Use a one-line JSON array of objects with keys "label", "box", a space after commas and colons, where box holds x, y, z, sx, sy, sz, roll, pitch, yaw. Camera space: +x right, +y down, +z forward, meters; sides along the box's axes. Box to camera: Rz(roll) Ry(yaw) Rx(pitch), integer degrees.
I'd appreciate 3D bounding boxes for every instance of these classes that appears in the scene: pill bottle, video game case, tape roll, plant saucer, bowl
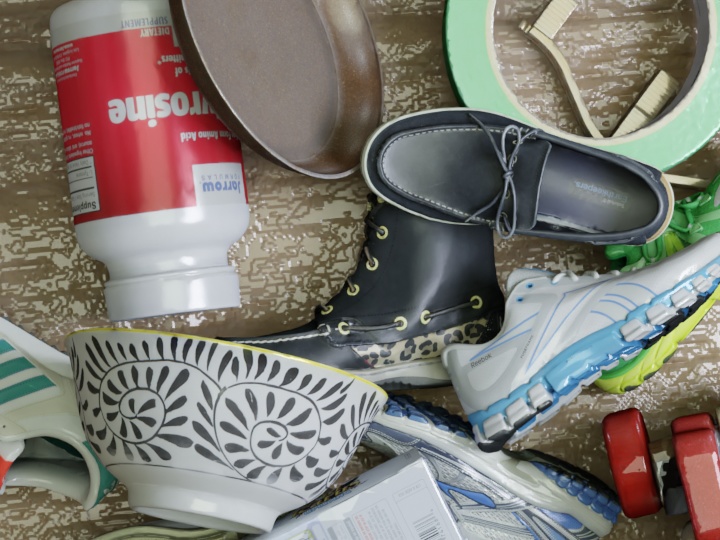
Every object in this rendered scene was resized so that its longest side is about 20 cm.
[{"label": "pill bottle", "box": [-0.130, -0.072, 1.330, 0.111, 0.112, 0.202, -8, 89, -4]}, {"label": "video game case", "box": [0.000, 0.240, 1.300, 0.180, 0.045, 0.201, -27, 97, -4]}, {"label": "tape roll", "box": [0.152, -0.155, 1.354, 0.199, 0.048, 0.202, 0, 92, 0]}, {"label": "plant saucer", "box": [-0.057, -0.148, 1.317, 0.032, 0.200, 0.201, -21, 90, 31]}, {"label": "bowl", "box": [-0.089, 0.104, 1.264, 0.199, 0.201, 0.095, 11, 78, -3]}]

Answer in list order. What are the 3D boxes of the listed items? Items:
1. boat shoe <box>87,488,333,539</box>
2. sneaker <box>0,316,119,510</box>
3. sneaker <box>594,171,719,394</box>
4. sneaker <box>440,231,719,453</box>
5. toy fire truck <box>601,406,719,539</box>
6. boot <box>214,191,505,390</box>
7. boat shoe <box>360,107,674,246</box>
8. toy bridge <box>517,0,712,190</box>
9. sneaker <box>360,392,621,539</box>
[{"label": "boat shoe", "box": [-0.103, 0.186, 1.346, 0.199, 0.068, 0.075, -12, 91, -2]}, {"label": "sneaker", "box": [-0.233, 0.085, 1.319, 0.199, 0.094, 0.071, 25, 126, -5]}, {"label": "sneaker", "box": [0.201, -0.013, 1.357, 0.083, 0.074, 0.200, 37, 99, 0]}, {"label": "sneaker", "box": [0.136, 0.023, 1.303, 0.199, 0.075, 0.087, -33, 75, 2]}, {"label": "toy fire truck", "box": [0.223, 0.158, 1.307, 0.111, 0.200, 0.169, -15, 85, 7]}, {"label": "boot", "box": [0.000, 0.000, 1.356, 0.202, 0.073, 0.155, -1, 87, -13]}, {"label": "boat shoe", "box": [0.098, -0.057, 1.304, 0.199, 0.062, 0.075, 12, 94, 1]}, {"label": "toy bridge", "box": [0.184, -0.102, 1.394, 0.200, 0.027, 0.067, 37, 88, -2]}, {"label": "sneaker", "box": [0.066, 0.144, 1.358, 0.199, 0.077, 0.086, 24, 94, -1]}]
